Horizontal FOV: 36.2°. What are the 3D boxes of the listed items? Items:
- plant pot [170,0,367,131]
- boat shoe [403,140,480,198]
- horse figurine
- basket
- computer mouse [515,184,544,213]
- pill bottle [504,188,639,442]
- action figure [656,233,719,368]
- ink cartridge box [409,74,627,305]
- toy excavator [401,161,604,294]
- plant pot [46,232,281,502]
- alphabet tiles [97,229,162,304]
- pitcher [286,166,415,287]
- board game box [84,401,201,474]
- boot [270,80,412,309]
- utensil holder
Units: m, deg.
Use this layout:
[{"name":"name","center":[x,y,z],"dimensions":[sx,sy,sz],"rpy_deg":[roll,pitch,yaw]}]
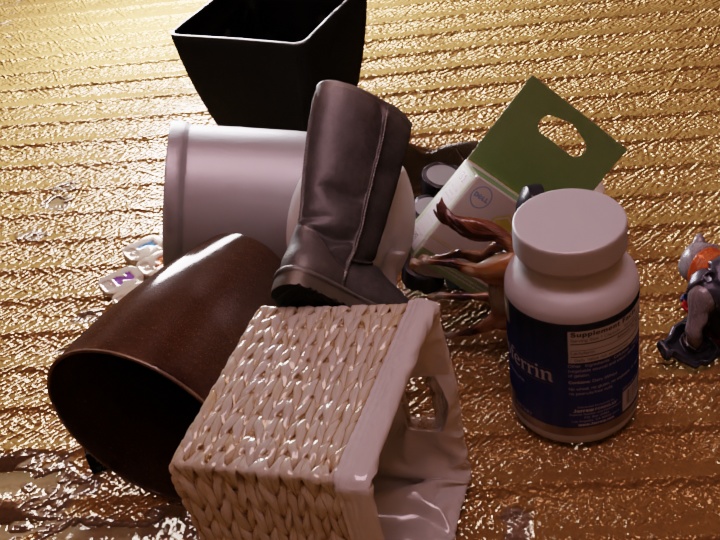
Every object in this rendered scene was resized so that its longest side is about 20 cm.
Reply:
[{"name":"plant pot","center":[-0.105,-0.270,1.472],"dimensions":[0.197,0.179,0.200],"rpy_deg":[9,40,24]},{"name":"boat shoe","center":[0.085,-0.110,1.304],"dimensions":[0.199,0.065,0.074],"rpy_deg":[5,75,44]},{"name":"horse figurine","center":[0.120,0.010,1.030],"dimensions":[0.131,0.201,0.050],"rpy_deg":[-4,53,13]},{"name":"basket","center":[-0.019,0.156,0.843],"dimensions":[0.159,0.200,0.201],"rpy_deg":[0,36,20]},{"name":"computer mouse","center":[0.179,-0.012,1.040],"dimensions":[0.034,0.200,0.059],"rpy_deg":[-21,50,10]},{"name":"pill bottle","center":[0.182,0.039,0.950],"dimensions":[0.114,0.202,0.116],"rpy_deg":[-6,34,4]},{"name":"action figure","center":[0.380,0.026,1.011],"dimensions":[0.199,0.105,0.193],"rpy_deg":[-35,54,-24]},{"name":"ink cartridge box","center":[0.157,-0.066,1.071],"dimensions":[0.200,0.145,0.048],"rpy_deg":[-50,29,17]},{"name":"toy excavator","center":[0.157,-0.051,1.193],"dimensions":[0.198,0.101,0.195],"rpy_deg":[13,41,8]},{"name":"plant pot","center":[-0.142,0.067,0.973],"dimensions":[0.185,0.188,0.201],"rpy_deg":[8,44,23]},{"name":"alphabet tiles","center":[-0.190,0.002,1.251],"dimensions":[0.194,0.015,0.200],"rpy_deg":[-28,39,-23]},{"name":"pitcher","center":[0.000,0.000,1.037],"dimensions":[0.120,0.202,0.171],"rpy_deg":[-6,25,-44]},{"name":"board game box","center":[-0.175,0.115,1.077],"dimensions":[0.198,0.028,0.136],"rpy_deg":[-16,35,-9]},{"name":"boot","center":[0.013,-0.040,0.944],"dimensions":[0.072,0.181,0.202],"rpy_deg":[-24,44,43]},{"name":"utensil holder","center":[-0.105,-0.067,1.174],"dimensions":[0.197,0.171,0.171],"rpy_deg":[3,34,-6]}]
